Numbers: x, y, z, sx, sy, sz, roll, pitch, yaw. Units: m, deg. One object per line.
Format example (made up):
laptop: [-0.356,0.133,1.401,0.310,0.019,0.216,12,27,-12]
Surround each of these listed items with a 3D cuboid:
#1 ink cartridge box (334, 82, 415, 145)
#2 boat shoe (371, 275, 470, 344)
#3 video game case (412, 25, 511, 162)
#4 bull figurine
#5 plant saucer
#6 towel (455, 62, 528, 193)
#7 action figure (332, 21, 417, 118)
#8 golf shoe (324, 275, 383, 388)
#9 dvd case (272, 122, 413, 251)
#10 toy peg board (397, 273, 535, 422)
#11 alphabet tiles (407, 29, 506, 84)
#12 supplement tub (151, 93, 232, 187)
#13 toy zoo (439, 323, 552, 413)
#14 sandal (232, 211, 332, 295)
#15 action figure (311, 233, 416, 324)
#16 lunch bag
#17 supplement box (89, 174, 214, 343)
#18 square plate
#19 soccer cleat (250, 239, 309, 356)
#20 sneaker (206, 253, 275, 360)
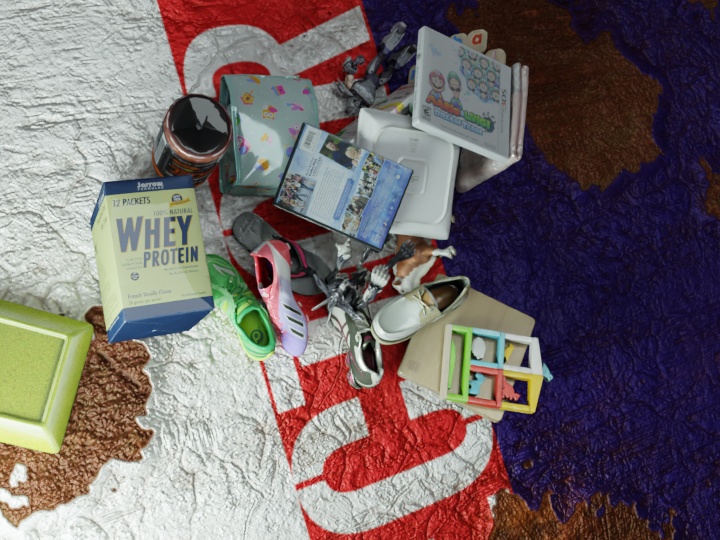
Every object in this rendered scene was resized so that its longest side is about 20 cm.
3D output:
ink cartridge box: [0.048,-0.244,1.513,0.199,0.144,0.085,-38,107,-13]
boat shoe: [0.104,0.057,1.464,0.198,0.069,0.075,-28,76,-30]
video game case: [0.177,-0.300,1.471,0.197,0.024,0.186,16,68,-29]
bull figurine: [0.110,-0.052,1.550,0.119,0.065,0.204,-8,70,18]
plant saucer: [-0.514,0.147,1.267,0.196,0.048,0.204,17,72,-19]
towel: [0.242,-0.261,1.597,0.032,0.199,0.195,14,72,-20]
action figure: [0.029,-0.363,1.601,0.130,0.069,0.202,44,69,-28]
golf shoe: [0.000,0.100,1.477,0.076,0.088,0.204,-15,82,-23]
dvd case: [-0.029,-0.135,1.400,0.197,0.018,0.145,23,98,0]
toy peg board: [0.184,0.148,1.554,0.196,0.098,0.203,25,69,1]
alphabet tiles: [0.176,-0.352,1.610,0.015,0.197,0.200,30,62,-54]
supplement tub: [-0.272,-0.194,1.363,0.105,0.200,0.109,5,76,-20]
toy zoo: [0.238,0.172,1.491,0.196,0.021,0.134,10,70,-5]
sandal: [-0.133,-0.024,1.461,0.199,0.045,0.076,37,85,-9]
action figure: [0.000,0.000,1.441,0.118,0.103,0.200,37,56,15]
lunch bag: [-0.156,-0.234,1.467,0.167,0.122,0.205,-2,85,-23]
supplement box: [-0.320,-0.013,1.302,0.132,0.200,0.204,-8,80,-25]
square plate: [0.079,-0.158,1.444,0.196,0.028,0.203,4,98,-23]
soccer cleat: [-0.136,0.050,1.415,0.076,0.066,0.204,-26,111,-53]
sneaker: [-0.196,0.053,1.404,0.074,0.083,0.201,-38,94,-25]
